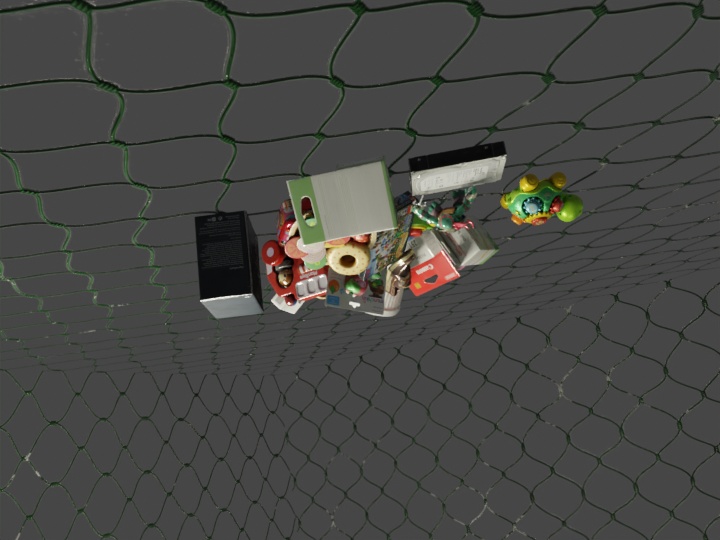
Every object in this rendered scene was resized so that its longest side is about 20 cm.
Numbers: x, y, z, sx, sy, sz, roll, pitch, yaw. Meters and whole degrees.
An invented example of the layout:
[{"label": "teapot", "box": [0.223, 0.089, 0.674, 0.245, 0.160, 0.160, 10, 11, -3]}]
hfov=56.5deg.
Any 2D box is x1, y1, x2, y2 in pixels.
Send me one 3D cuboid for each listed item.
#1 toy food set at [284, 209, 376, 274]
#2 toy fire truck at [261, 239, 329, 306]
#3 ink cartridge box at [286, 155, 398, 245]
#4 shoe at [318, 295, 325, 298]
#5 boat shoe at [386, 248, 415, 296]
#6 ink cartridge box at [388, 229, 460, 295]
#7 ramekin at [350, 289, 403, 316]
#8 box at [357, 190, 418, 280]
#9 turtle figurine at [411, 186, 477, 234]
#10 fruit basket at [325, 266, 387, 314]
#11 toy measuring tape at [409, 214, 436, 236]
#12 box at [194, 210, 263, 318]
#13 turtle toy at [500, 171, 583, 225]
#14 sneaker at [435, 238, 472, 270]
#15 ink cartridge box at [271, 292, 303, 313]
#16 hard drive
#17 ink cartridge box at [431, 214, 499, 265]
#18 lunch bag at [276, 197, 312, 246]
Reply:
[{"label": "toy food set", "box": [-0.063, -0.066, 1.457, 0.197, 0.049, 0.200, 5, 142, -13]}, {"label": "toy fire truck", "box": [-0.160, -0.001, 1.718, 0.199, 0.169, 0.112, -18, 162, 31]}, {"label": "ink cartridge box", "box": [-0.033, -0.139, 1.347, 0.199, 0.146, 0.048, -10, -157, 7]}, {"label": "shoe", "box": [-0.044, 0.006, 1.764, 0.200, 0.070, 0.053, -37, 168, -12]}, {"label": "boat shoe", "box": [0.108, 0.012, 1.764, 0.072, 0.072, 0.200, -42, 173, -34]}, {"label": "ink cartridge box", "box": [0.148, -0.020, 1.802, 0.045, 0.177, 0.200, -36, -176, -37]}, {"label": "ramekin", "box": [0.035, 0.040, 1.953, 0.199, 0.106, 0.200, 18, -161, -6]}, {"label": "box", "box": [0.058, -0.079, 1.568, 0.136, 0.038, 0.201, -31, 151, -29]}, {"label": "turtle figurine", "box": [0.192, -0.132, 1.496, 0.149, 0.101, 0.200, -9, -170, 12]}, {"label": "fruit basket", "box": [0.000, 0.000, 1.669, 0.185, 0.201, 0.094, 13, 163, -36]}, {"label": "toy measuring tape", "box": [0.094, -0.117, 1.656, 0.199, 0.074, 0.074, -3, 167, 18]}, {"label": "box", "box": [-0.301, -0.008, 1.556, 0.123, 0.198, 0.200, -8, 164, -4]}, {"label": "turtle toy", "box": [0.440, -0.163, 1.605, 0.199, 0.102, 0.146, -5, 164, -15]}, {"label": "sneaker", "box": [0.231, -0.049, 1.837, 0.095, 0.079, 0.200, -7, -157, -44]}, {"label": "ink cartridge box", "box": [-0.139, 0.031, 1.870, 0.200, 0.045, 0.176, -51, 159, 3]}, {"label": "hard drive", "box": [0.202, -0.212, 1.415, 0.199, 0.038, 0.140, -11, 165, 2]}, {"label": "ink cartridge box", "box": [0.268, -0.078, 1.698, 0.067, 0.117, 0.200, -41, 164, 24]}, {"label": "lunch bag", "box": [-0.087, -0.117, 1.524, 0.199, 0.082, 0.176, -3, 159, -16]}]
